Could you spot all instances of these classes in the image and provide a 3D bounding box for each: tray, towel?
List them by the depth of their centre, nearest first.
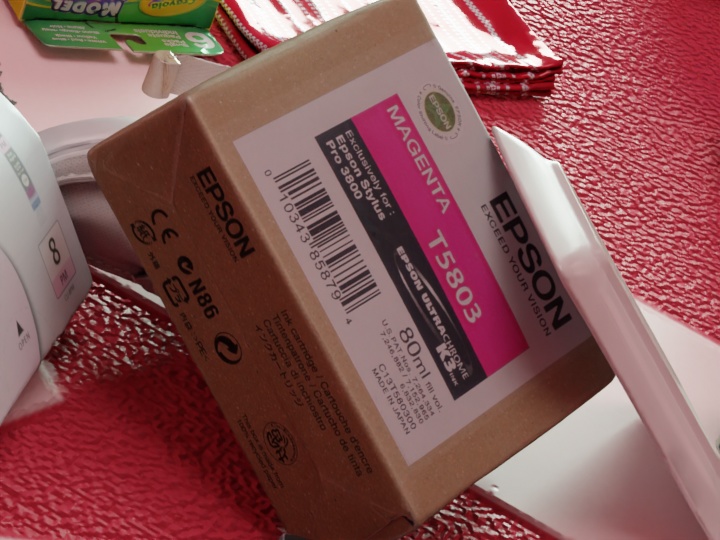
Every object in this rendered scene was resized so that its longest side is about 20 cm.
[{"bbox_3d":[0.117,0.028,1.212,0.200,0.022,0.108,57,7,-40],"label":"tray"},{"bbox_3d":[0.004,-0.148,1.526,0.199,0.023,0.145,0,38,-33],"label":"towel"}]

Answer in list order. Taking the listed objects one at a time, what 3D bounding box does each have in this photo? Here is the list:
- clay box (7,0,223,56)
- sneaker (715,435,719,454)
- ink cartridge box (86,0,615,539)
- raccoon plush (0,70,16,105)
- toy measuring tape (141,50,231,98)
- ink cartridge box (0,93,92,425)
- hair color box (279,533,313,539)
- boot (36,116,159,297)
[{"bbox_3d":[-0.150,-0.188,1.460,0.114,0.048,0.200,-1,38,-33],"label":"clay box"},{"bbox_3d":[0.220,0.054,1.306,0.090,0.067,0.200,39,34,-6],"label":"sneaker"},{"bbox_3d":[0.000,0.000,1.158,0.165,0.075,0.201,-32,94,-47],"label":"ink cartridge box"},{"bbox_3d":[-0.248,-0.082,1.211,0.199,0.097,0.134,-11,22,-28],"label":"raccoon plush"},{"bbox_3d":[-0.011,-0.056,1.335,0.199,0.074,0.074,18,32,-10],"label":"toy measuring tape"},{"bbox_3d":[-0.182,-0.039,1.095,0.057,0.201,0.163,-6,26,19],"label":"ink cartridge box"},{"bbox_3d":[0.056,0.175,1.043,0.199,0.061,0.099,16,32,-13],"label":"hair color box"},{"bbox_3d":[-0.061,-0.005,1.217,0.199,0.074,0.096,10,35,-27],"label":"boot"}]
